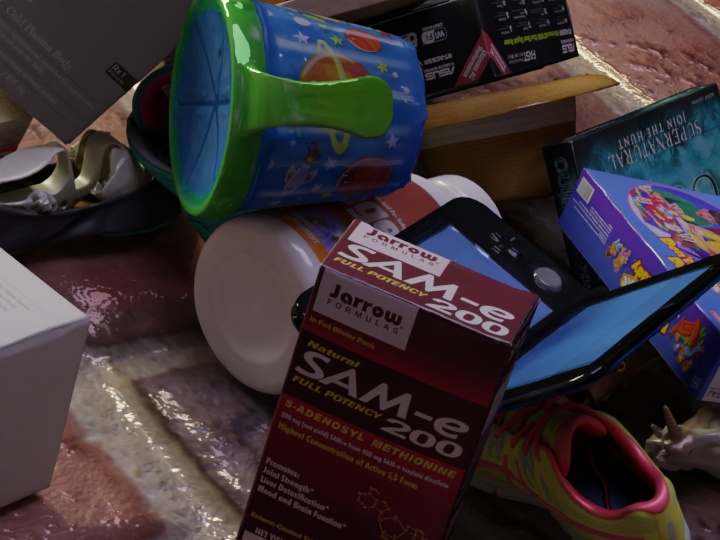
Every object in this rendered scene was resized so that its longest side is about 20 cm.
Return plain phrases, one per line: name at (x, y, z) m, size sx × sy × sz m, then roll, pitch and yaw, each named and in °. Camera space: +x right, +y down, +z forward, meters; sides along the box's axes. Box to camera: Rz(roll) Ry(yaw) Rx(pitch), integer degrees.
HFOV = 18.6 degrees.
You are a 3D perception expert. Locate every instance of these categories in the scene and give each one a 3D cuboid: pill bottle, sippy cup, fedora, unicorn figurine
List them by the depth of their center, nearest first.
sippy cup at (-0.035, -0.096, 1.307) m, size 0.130 × 0.140 × 0.178 m, roll 3°, pitch 37°, yaw -22°
pill bottle at (0.000, 0.000, 1.384) m, size 0.112 × 0.113 × 0.200 m, roll 36°, pitch 35°, yaw 28°
unicorn figurine at (0.245, 0.099, 1.406) m, size 0.137 × 0.074 × 0.200 m, roll 9°, pitch 16°, yaw 0°
fedora at (0.100, -0.088, 1.575) m, size 0.200 × 0.082 × 0.201 m, roll -11°, pitch 4°, yaw 1°

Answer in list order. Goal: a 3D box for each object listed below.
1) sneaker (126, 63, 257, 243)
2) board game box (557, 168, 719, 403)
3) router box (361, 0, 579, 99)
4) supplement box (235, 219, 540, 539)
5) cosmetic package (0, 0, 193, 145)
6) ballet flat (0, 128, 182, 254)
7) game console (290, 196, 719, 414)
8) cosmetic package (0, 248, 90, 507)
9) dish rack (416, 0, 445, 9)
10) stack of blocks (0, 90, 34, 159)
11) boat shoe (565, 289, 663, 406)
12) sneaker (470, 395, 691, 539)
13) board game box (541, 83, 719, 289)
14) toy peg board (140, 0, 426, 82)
sneaker at (-0.108, -0.099, 1.468) m, size 0.083 × 0.121 × 0.200 m, roll -26°, pitch 40°, yaw 5°
board game box at (0.230, 0.014, 1.407) m, size 0.134 × 0.045 × 0.200 m, roll 9°, pitch 29°, yaw -29°
router box at (0.058, -0.160, 1.614) m, size 0.149 × 0.062 × 0.200 m, roll -13°, pitch 4°, yaw 25°
supplement box at (0.010, 0.086, 1.160) m, size 0.108 × 0.201 × 0.061 m, roll 22°, pitch 30°, yaw 9°
cosmetic package at (-0.150, -0.189, 1.375) m, size 0.107 × 0.200 × 0.090 m, roll 41°, pitch 18°, yaw -28°
ballet flat at (-0.186, -0.053, 1.417) m, size 0.199 × 0.073 × 0.073 m, roll -14°, pitch 43°, yaw -43°
game console at (0.091, 0.008, 1.254) m, size 0.171 × 0.119 × 0.200 m, roll 41°, pitch 38°, yaw 14°
cosmetic package at (-0.287, 0.046, 1.148) m, size 0.199 × 0.123 × 0.200 m, roll 36°, pitch 36°, yaw 28°
dish rack at (-0.014, -0.225, 1.747) m, size 0.199 × 0.044 × 0.171 m, roll 8°, pitch 11°, yaw 27°
stack of blocks at (-0.306, -0.132, 1.435) m, size 0.058 × 0.115 × 0.200 m, roll -18°, pitch 63°, yaw -44°
boat shoe at (0.143, 0.052, 1.424) m, size 0.199 × 0.068 × 0.072 m, roll -7°, pitch 14°, yaw -35°
sneaker at (0.115, 0.100, 1.281) m, size 0.200 × 0.090 × 0.078 m, roll 34°, pitch 65°, yaw 27°
board game box at (0.209, -0.047, 1.560) m, size 0.028 × 0.136 × 0.200 m, roll -8°, pitch 10°, yaw 42°
toy peg board at (-0.062, -0.206, 1.531) m, size 0.198 × 0.098 × 0.200 m, roll -16°, pitch 1°, yaw -10°
